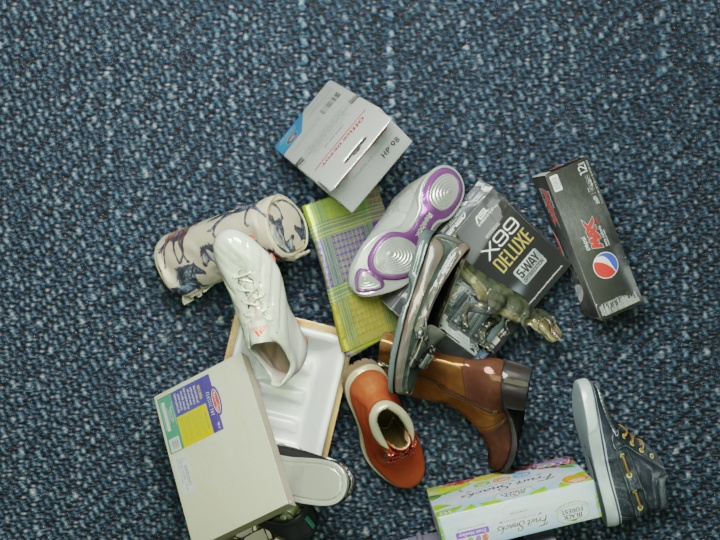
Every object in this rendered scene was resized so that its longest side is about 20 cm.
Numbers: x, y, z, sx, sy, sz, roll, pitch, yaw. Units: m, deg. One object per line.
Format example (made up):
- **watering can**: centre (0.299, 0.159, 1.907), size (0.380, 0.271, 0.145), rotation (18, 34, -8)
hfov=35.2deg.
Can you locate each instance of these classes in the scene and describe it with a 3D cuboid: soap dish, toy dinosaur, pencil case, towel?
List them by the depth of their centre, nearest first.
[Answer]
- **pencil case**: centre (-0.158, -0.027, 1.400), size (0.198, 0.078, 0.090), rotation (-18, 106, 31)
- **toy dinosaur**: centre (0.162, 0.047, 1.409), size (0.199, 0.047, 0.089), rotation (38, 77, -22)
- **towel**: centre (0.000, 0.000, 1.436), size (0.143, 0.023, 0.203), rotation (-21, 97, -46)
- **soap dish**: centre (-0.104, 0.157, 1.452), size (0.155, 0.081, 0.203), rotation (13, 93, -2)

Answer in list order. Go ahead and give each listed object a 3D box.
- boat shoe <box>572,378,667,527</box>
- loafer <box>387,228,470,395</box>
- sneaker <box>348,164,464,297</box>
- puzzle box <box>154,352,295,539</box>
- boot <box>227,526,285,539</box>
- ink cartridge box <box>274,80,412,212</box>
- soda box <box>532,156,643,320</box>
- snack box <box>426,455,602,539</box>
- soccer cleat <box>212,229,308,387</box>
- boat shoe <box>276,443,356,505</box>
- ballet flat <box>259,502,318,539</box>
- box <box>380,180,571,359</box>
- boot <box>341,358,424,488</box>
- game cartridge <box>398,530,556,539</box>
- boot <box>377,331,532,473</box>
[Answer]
- **boat shoe**: centre (0.338, 0.228, 1.479), size (0.090, 0.071, 0.203), rotation (-15, 100, -2)
- **loafer**: centre (0.081, 0.054, 1.353), size (0.062, 0.072, 0.203), rotation (13, 92, 15)
- **sneaker**: centre (0.053, -0.044, 1.431), size (0.075, 0.099, 0.200), rotation (45, 75, -13)
- **puzzle box**: centre (-0.166, 0.215, 1.364), size (0.132, 0.025, 0.202), rotation (-26, 64, 13)
- **boot**: centre (-0.095, 0.372, 1.472), size (0.197, 0.070, 0.148), rotation (-4, 85, -9)
- **ink cartridge box**: centre (-0.017, -0.148, 1.379), size (0.067, 0.200, 0.116), rotation (40, 92, -31)
- **soda box**: centre (0.291, -0.041, 1.459), size (0.063, 0.071, 0.202), rotation (-22, 94, -5)
- **snack box**: centre (0.190, 0.294, 1.436), size (0.197, 0.142, 0.054), rotation (-14, 95, -2)
- **soccer cleat**: centre (-0.118, 0.044, 1.335), size (0.069, 0.078, 0.202), rotation (-12, 119, 27)
- **boat shoe**: centre (-0.100, 0.244, 1.381), size (0.197, 0.060, 0.075), rotation (5, 81, 18)
- **ballet flat**: centre (-0.145, 0.281, 1.433), size (0.198, 0.073, 0.074), rotation (18, 92, 19)
- **box**: centre (0.147, 0.013, 1.446), size (0.157, 0.050, 0.200), rotation (41, 91, -23)
- **boot**: centre (0.041, 0.217, 1.424), size (0.074, 0.107, 0.201), rotation (-30, 122, -7)
- **game cartridge**: centre (0.144, 0.353, 1.445), size (0.197, 0.130, 0.039), rotation (-13, 93, -2)
- **boot**: centre (0.111, 0.172, 1.450), size (0.197, 0.190, 0.069), rotation (11, 50, 11)
